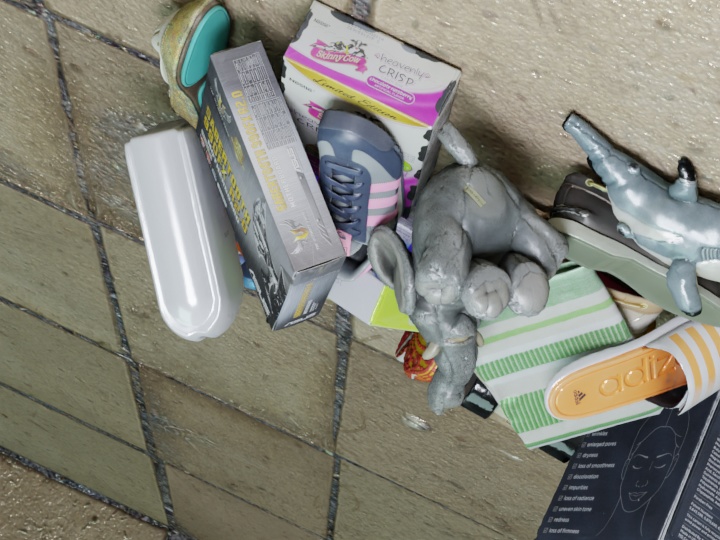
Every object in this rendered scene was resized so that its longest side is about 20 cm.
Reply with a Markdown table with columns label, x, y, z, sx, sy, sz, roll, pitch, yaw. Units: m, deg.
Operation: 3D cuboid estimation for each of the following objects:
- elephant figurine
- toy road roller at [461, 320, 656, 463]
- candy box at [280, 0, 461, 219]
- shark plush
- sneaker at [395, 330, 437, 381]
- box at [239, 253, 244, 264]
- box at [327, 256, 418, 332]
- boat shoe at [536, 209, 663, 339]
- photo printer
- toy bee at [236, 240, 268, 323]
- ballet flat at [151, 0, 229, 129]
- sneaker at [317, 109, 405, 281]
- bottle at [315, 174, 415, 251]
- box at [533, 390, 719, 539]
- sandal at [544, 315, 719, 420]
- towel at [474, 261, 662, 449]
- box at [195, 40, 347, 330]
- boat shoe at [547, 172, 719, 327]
| label | x | y | z | sx | sy | sz | roll | pitch | yaw |
| --- | --- | --- | --- | --- | --- | --- | --- | --- | --- |
| elephant figurine | 0.070 | 0.005 | 1.581 | 0.141 | 0.156 | 0.200 | 27 | 157 | -10 |
| toy road roller | 0.186 | 0.064 | 1.817 | 0.122 | 0.146 | 0.201 | 28 | 123 | -4 |
| candy box | 0.002 | -0.129 | 1.616 | 0.135 | 0.061 | 0.200 | 26 | 159 | 5 |
| shark plush | 0.247 | -0.062 | 1.525 | 0.200 | 0.091 | 0.083 | 47 | 140 | 4 |
| sneaker | 0.081 | 0.076 | 1.845 | 0.077 | 0.074 | 0.200 | 26 | -177 | -2 |
| box | -0.144 | -0.029 | 2.077 | 0.198 | 0.042 | 0.119 | 12 | 155 | 31 |
| box | 0.000 | 0.000 | 1.747 | 0.199 | 0.048 | 0.121 | 33 | -165 | 35 |
| boat shoe | 0.183 | -0.017 | 1.666 | 0.199 | 0.074 | 0.069 | 31 | 135 | -16 |
| photo printer | -0.159 | -0.037 | 1.798 | 0.069 | 0.202 | 0.166 | -11 | -173 | 5 |
| toy bee | -0.070 | -0.017 | 1.903 | 0.108 | 0.201 | 0.132 | -13 | 144 | -14 |
| ballet flat | -0.149 | -0.185 | 1.673 | 0.070 | 0.071 | 0.200 | 23 | 160 | 11 |
| sneaker | -0.005 | -0.057 | 1.591 | 0.070 | 0.083 | 0.200 | 18 | 159 | 18 |
| bottle | -0.012 | -0.077 | 1.748 | 0.199 | 0.066 | 0.084 | 28 | 174 | -2 |
| box | 0.299 | 0.208 | 1.865 | 0.123 | 0.198 | 0.199 | 34 | 159 | -23 |
| sandal | 0.260 | 0.094 | 1.654 | 0.059 | 0.205 | 0.080 | -119 | 9 | -51 |
| towel | 0.171 | 0.076 | 1.696 | 0.151 | 0.024 | 0.200 | -17 | 130 | 24 |
| box | -0.079 | -0.068 | 1.622 | 0.159 | 0.048 | 0.202 | 117 | 133 | -70 |
| boat shoe | 0.244 | -0.014 | 1.592 | 0.200 | 0.061 | 0.072 | 27 | 161 | -19 |
